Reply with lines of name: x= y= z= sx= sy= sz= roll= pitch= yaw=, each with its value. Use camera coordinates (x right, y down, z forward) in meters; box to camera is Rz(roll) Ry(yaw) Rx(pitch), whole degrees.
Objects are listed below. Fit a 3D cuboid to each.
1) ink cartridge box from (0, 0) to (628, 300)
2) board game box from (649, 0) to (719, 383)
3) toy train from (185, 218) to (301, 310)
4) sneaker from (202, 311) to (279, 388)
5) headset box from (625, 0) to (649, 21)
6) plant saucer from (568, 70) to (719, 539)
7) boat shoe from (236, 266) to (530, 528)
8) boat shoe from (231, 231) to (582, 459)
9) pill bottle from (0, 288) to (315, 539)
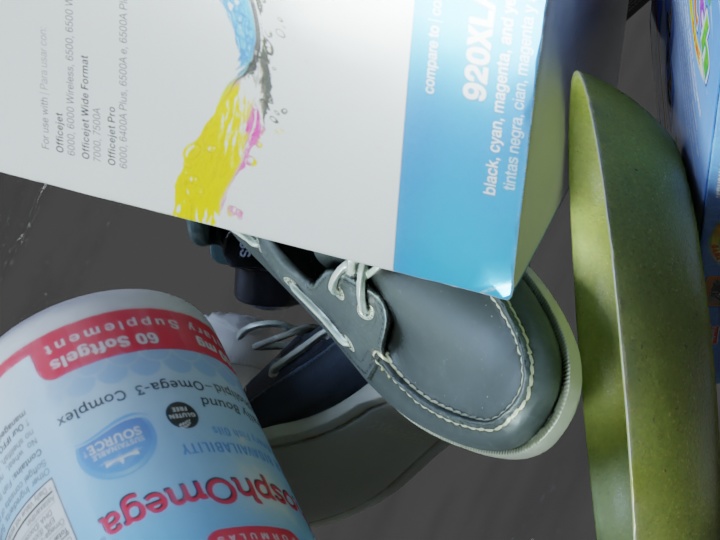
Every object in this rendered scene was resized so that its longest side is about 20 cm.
ink cartridge box: x=-0.016 y=-0.107 z=0.913 sx=0.147 sy=0.200 sz=0.145 roll=-59 pitch=-21 yaw=-52
board game box: x=0.116 y=-0.078 z=0.831 sx=0.200 sy=0.037 sz=0.151 roll=83 pitch=-175 yaw=-59
toy train: x=-0.029 y=-0.087 z=1.084 sx=0.114 sy=0.085 sz=0.200 roll=-59 pitch=-28 yaw=-75
sneaker: x=-0.085 y=0.100 z=1.155 sx=0.200 sy=0.078 sz=0.099 roll=-57 pitch=37 yaw=40
headset box: x=0.078 y=-0.194 z=1.046 sx=0.149 sy=0.077 sz=0.200 roll=-42 pitch=39 yaw=40
plant saucer: x=0.090 y=0.036 z=0.836 sx=0.200 sy=0.031 sz=0.200 roll=-4 pitch=-90 yaw=-90
boat shoe: x=-0.005 y=0.045 z=1.038 sx=0.200 sy=0.075 sz=0.062 roll=-37 pitch=45 yaw=43
boat shoe: x=0.000 y=0.000 z=0.952 sx=0.200 sy=0.062 sz=0.073 roll=45 pitch=109 yaw=39
pill bottle: x=-0.069 y=0.112 z=0.958 sx=0.109 sy=0.109 sz=0.200 roll=-51 pitch=50 yaw=30
